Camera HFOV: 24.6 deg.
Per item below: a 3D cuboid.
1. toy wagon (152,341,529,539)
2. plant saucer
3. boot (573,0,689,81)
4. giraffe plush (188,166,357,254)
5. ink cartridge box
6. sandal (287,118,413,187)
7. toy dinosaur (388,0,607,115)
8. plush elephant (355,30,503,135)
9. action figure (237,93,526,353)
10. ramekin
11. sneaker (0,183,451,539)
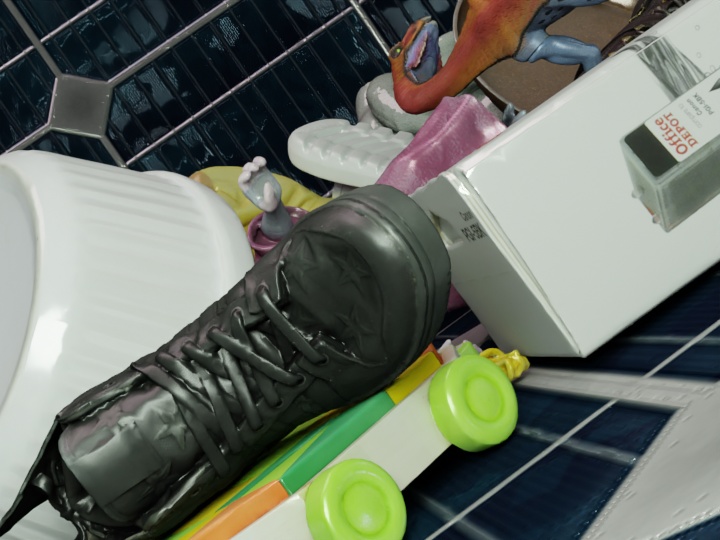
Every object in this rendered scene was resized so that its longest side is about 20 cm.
[{"bbox_3d":[-0.010,0.073,0.601,0.200,0.040,0.155,-38,3,-43],"label":"toy wagon"},{"bbox_3d":[0.160,-0.148,1.148,0.200,0.200,0.035,-37,-28,-34],"label":"plant saucer"},{"bbox_3d":[0.191,-0.149,0.964,0.174,0.069,0.200,-46,-3,-39],"label":"boot"},{"bbox_3d":[-0.055,0.028,1.069,0.200,0.172,0.162,-53,-7,-48],"label":"giraffe plush"},{"bbox_3d":[0.125,-0.053,0.644,0.200,0.083,0.147,-35,1,-6],"label":"ink cartridge box"},{"bbox_3d":[0.045,-0.044,1.016,0.082,0.202,0.050,-28,-46,-45],"label":"sandal"},{"bbox_3d":[0.073,-0.144,0.772,0.181,0.105,0.200,-36,-29,14],"label":"toy dinosaur"},{"bbox_3d":[0.083,-0.091,1.229,0.154,0.165,0.200,-26,3,12],"label":"plush elephant"},{"bbox_3d":[0.000,0.000,0.790,0.200,0.134,0.149,-33,1,-19],"label":"action figure"},{"bbox_3d":[-0.139,0.041,0.712,0.094,0.203,0.202,21,-40,-37],"label":"ramekin"},{"bbox_3d":[-0.054,0.048,0.553,0.104,0.060,0.200,-35,-4,-39],"label":"sneaker"}]
